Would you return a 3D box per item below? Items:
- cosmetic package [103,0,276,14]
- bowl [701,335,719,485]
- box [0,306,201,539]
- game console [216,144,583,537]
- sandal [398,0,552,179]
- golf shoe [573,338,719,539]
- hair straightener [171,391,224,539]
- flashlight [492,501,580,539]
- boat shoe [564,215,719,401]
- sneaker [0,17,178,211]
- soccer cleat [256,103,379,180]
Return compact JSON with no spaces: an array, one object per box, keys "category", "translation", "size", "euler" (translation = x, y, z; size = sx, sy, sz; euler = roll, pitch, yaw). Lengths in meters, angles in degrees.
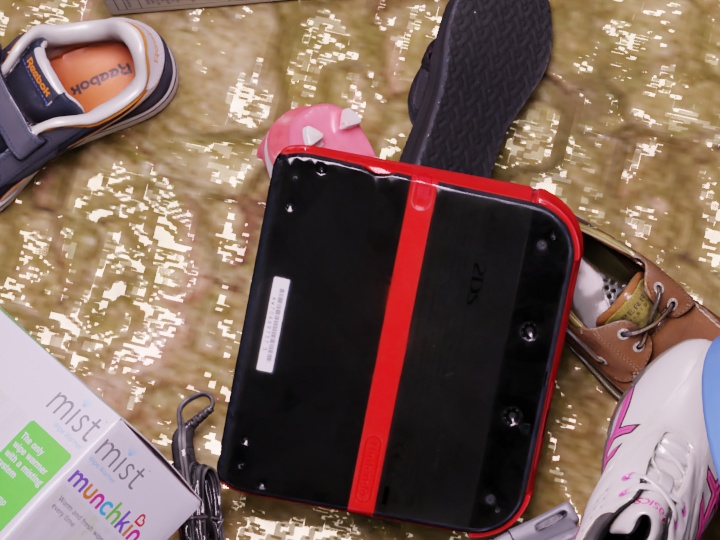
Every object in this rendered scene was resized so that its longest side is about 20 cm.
[{"category":"cosmetic package","translation":[-0.057,-0.205,1.697],"size":[0.200,0.104,0.073],"euler":[-5,76,2]},{"category":"bowl","translation":[0.241,0.117,1.554],"size":[0.039,0.201,0.201],"euler":[-24,75,23]},{"category":"box","translation":[-0.216,0.121,1.593],"size":[0.176,0.097,0.200],"euler":[-46,45,-7]},{"category":"game console","translation":[0.023,0.042,1.613],"size":[0.177,0.031,0.200],"euler":[11,99,1]},{"category":"sandal","translation":[0.052,-0.095,1.676],"size":[0.075,0.048,0.201],"euler":[40,60,-31]},{"category":"golf shoe","translation":[0.158,0.126,1.563],"size":[0.073,0.092,0.200],"euler":[27,76,-5]},{"category":"hair straightener","translation":[-0.080,0.162,1.625],"size":[0.041,0.077,0.200],"euler":[-1,74,-10]},{"category":"flashlight","translation":[0.045,0.208,1.612],"size":[0.200,0.068,0.068],"euler":[-26,41,-6]},{"category":"boat shoe","translation":[0.149,0.029,1.642],"size":[0.200,0.068,0.072],"euler":[32,80,10]},{"category":"sneaker","translation":[-0.204,-0.090,1.695],"size":[0.200,0.079,0.078],"euler":[-31,77,-2]},{"category":"soccer cleat","translation":[0.000,0.000,1.671],"size":[0.067,0.076,0.200],"euler":[-24,92,-30]}]
